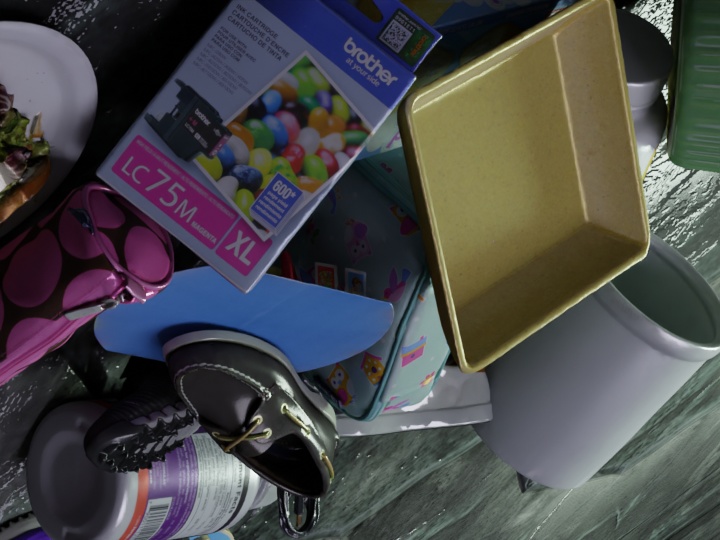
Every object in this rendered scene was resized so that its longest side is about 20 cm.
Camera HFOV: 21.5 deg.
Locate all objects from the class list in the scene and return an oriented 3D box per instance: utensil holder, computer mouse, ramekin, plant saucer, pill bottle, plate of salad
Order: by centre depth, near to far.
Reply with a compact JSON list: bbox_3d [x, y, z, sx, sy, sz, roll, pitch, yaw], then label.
[{"bbox_3d":[-0.235,-0.060,1.100,0.200,0.048,0.200,-29,151,-17],"label":"plate of salad"},{"bbox_3d":[0.102,-0.063,1.264,0.200,0.048,0.201,-31,120,-35],"label":"plant saucer"},{"bbox_3d":[0.282,-0.164,1.413,0.097,0.201,0.200,3,150,7],"label":"ramekin"},{"bbox_3d":[-0.147,0.150,1.457,0.200,0.112,0.112,0,134,-51],"label":"pill bottle"},{"bbox_3d":[0.172,-0.101,1.463,0.111,0.111,0.200,-21,149,-30],"label":"pill bottle"},{"bbox_3d":[-0.043,0.110,1.502,0.058,0.034,0.201,16,81,-46],"label":"computer mouse"},{"bbox_3d":[0.205,0.074,1.715,0.170,0.170,0.200,0,138,-50],"label":"utensil holder"}]

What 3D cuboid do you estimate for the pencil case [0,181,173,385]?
[{"bbox_3d":[-0.211,0.030,1.179,0.200,0.094,0.091,-36,142,23],"label":"pencil case"}]

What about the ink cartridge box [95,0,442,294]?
[{"bbox_3d":[-0.053,-0.100,1.150,0.200,0.119,0.042,-52,-175,-1],"label":"ink cartridge box"}]

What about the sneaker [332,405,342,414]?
[{"bbox_3d":[0.025,0.041,1.552,0.082,0.070,0.200,-30,163,-50],"label":"sneaker"}]

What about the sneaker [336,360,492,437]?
[{"bbox_3d":[0.016,0.101,1.653,0.199,0.085,0.073,-5,178,-23],"label":"sneaker"}]

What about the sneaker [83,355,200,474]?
[{"bbox_3d":[-0.145,0.082,1.370,0.200,0.091,0.067,-27,159,-53],"label":"sneaker"}]

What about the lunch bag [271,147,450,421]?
[{"bbox_3d":[0.000,0.000,1.363,0.077,0.160,0.201,-19,142,-41],"label":"lunch bag"}]

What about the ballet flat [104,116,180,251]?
[{"bbox_3d":[-0.119,-0.069,1.204,0.072,0.072,0.201,-1,134,-50],"label":"ballet flat"}]

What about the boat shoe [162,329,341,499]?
[{"bbox_3d":[-0.071,0.101,1.319,0.071,0.061,0.201,-18,149,21],"label":"boat shoe"}]

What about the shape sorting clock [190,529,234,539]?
[{"bbox_3d":[-0.197,0.293,1.694,0.199,0.039,0.200,-29,151,-18],"label":"shape sorting clock"}]

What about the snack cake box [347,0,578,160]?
[{"bbox_3d":[0.048,-0.150,1.286,0.199,0.067,0.115,-19,146,-33],"label":"snack cake box"}]

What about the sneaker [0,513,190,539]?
[{"bbox_3d":[-0.220,0.239,1.514,0.200,0.100,0.070,-23,147,-28],"label":"sneaker"}]

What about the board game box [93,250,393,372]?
[{"bbox_3d":[-0.080,0.020,1.273,0.199,0.039,0.158,14,150,-35],"label":"board game box"}]
